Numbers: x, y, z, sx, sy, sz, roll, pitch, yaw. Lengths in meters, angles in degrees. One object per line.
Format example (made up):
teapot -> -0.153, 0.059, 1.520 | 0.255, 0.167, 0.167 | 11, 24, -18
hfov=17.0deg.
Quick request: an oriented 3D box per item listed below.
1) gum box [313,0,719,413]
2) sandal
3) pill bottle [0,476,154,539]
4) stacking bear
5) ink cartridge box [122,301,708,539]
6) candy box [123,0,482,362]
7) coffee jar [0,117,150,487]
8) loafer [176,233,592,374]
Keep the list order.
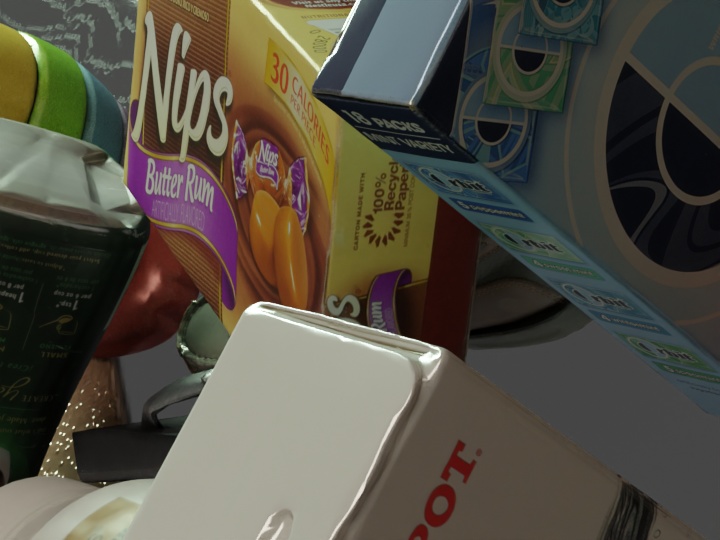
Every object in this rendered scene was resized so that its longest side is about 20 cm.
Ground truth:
gum box -> 0.097, -0.072, 0.700 | 0.044, 0.200, 0.170 | 12, 71, 49
sandal -> -0.046, 0.049, 0.849 | 0.200, 0.076, 0.043 | -10, 86, 53
pill bottle -> -0.058, 0.130, 0.794 | 0.200, 0.114, 0.115 | 12, 72, 50
stacking bear -> -0.164, -0.058, 0.978 | 0.114, 0.200, 0.122 | -15, 52, 39
ink cartridge box -> 0.024, 0.119, 0.644 | 0.084, 0.200, 0.145 | 15, 74, 50
candy box -> -0.022, -0.043, 0.791 | 0.200, 0.056, 0.117 | -131, 41, -54
coffee jar -> -0.159, 0.043, 0.926 | 0.200, 0.104, 0.085 | -66, 24, 23
loafer -> 0.000, 0.000, 0.873 | 0.200, 0.063, 0.072 | -14, 55, 40
